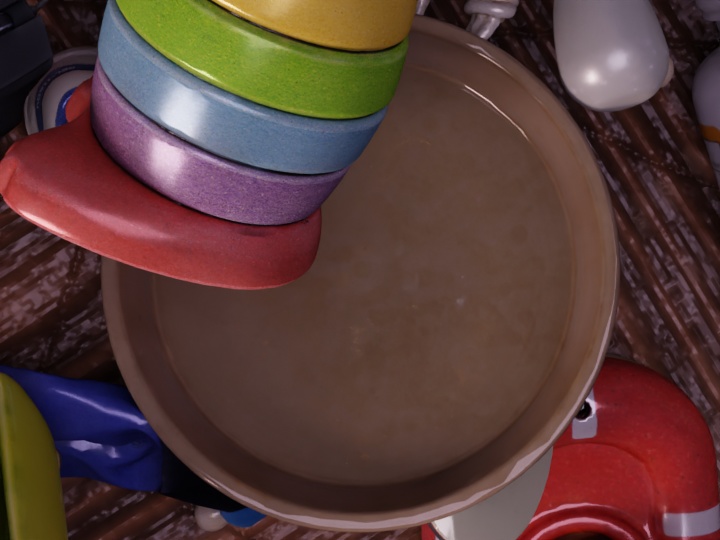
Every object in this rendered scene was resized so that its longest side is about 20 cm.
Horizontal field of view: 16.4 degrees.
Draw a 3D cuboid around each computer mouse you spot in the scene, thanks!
[{"bbox_3d":[-0.114,-0.102,0.921,0.200,0.034,0.059,-40,92,-25],"label":"computer mouse"}]

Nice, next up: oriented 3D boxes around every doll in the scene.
[{"bbox_3d":[-0.073,0.067,1.037,0.199,0.137,0.049,6,56,-1],"label":"doll"}]

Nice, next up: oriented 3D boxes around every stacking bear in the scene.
[{"bbox_3d":[-0.031,-0.105,0.858,0.113,0.121,0.200,26,116,3],"label":"stacking bear"}]

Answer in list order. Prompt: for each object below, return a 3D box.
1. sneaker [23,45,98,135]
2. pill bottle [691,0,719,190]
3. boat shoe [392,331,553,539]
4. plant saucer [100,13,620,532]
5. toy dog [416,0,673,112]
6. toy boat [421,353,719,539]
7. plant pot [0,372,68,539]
[{"bbox_3d":[-0.063,-0.008,1.031,0.200,0.088,0.075,41,92,-11],"label":"sneaker"},{"bbox_3d":[0.203,-0.049,1.036,0.111,0.111,0.201,-20,100,-2],"label":"pill bottle"},{"bbox_3d":[0.028,0.021,1.019,0.071,0.063,0.201,-4,73,-27],"label":"boat shoe"},{"bbox_3d":[0.000,0.000,0.961,0.199,0.029,0.201,0,84,3],"label":"plant saucer"},{"bbox_3d":[0.106,-0.157,1.007,0.096,0.132,0.201,16,84,-43],"label":"toy dog"},{"bbox_3d":[0.095,0.137,1.046,0.130,0.131,0.201,-5,100,-5],"label":"toy boat"},{"bbox_3d":[-0.217,0.145,0.953,0.181,0.200,0.199,11,136,-29],"label":"plant pot"}]
